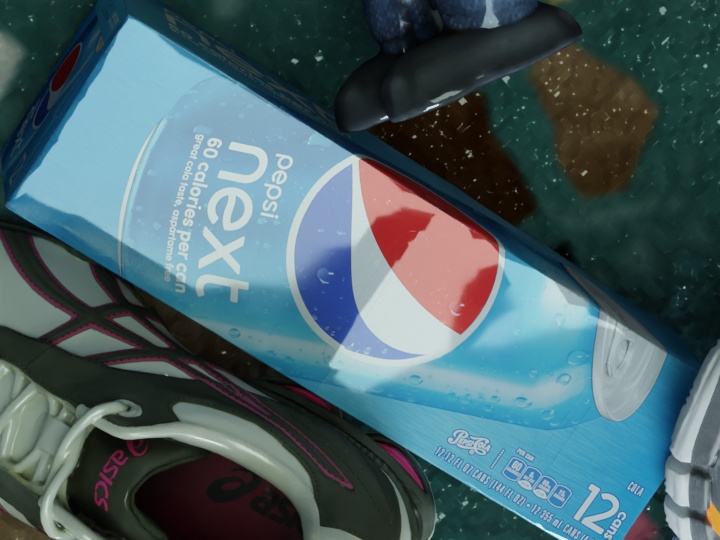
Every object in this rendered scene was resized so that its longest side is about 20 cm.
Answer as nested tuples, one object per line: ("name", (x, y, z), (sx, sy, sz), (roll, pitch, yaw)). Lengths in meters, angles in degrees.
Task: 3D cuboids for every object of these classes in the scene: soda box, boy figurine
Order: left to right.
("boy figurine", (-0.007, -0.139, 0.737), (0.064, 0.124, 0.200), (-27, 101, -20))
("soda box", (0.000, 0.000, 0.801), (0.200, 0.068, 0.064), (31, 98, -15))

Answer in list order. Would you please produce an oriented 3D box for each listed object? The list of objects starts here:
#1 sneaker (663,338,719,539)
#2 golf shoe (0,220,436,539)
("sneaker", (0.150, 0.096, 0.799), (0.078, 0.112, 0.200), (-37, 137, -28))
("golf shoe", (-0.076, 0.038, 0.775), (0.200, 0.088, 0.077), (22, 95, 8))
